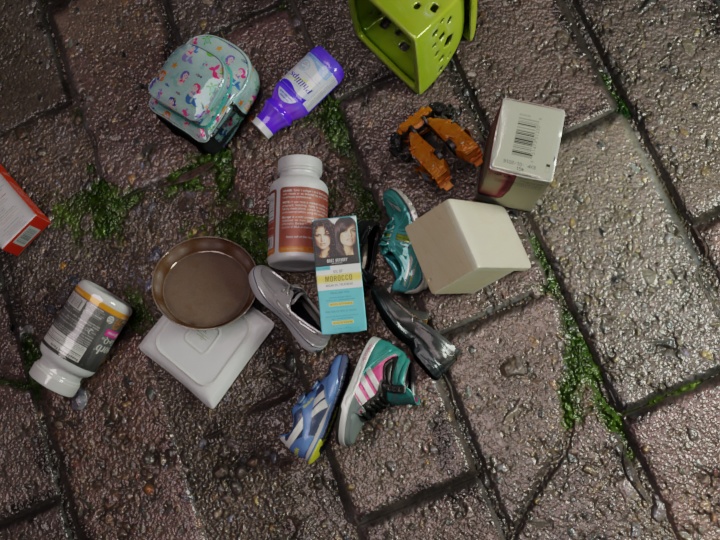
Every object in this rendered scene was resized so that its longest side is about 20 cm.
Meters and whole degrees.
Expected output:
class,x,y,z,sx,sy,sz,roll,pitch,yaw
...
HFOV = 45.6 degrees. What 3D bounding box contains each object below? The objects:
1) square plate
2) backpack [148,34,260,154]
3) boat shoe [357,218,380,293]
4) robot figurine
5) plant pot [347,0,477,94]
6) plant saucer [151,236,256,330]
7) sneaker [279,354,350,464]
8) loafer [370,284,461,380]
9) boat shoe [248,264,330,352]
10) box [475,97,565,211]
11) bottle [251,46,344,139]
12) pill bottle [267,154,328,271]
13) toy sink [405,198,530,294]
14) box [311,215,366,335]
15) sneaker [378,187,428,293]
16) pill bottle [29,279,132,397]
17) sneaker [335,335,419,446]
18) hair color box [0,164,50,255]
class,x,y,z,sx,sy,sz,roll,pitch,yaw
square plate,-0.295,0.122,1.615,0.199,0.028,0.199,35,87,16
backpack,-0.300,-0.355,1.667,0.177,0.151,0.201,34,81,17
boat shoe,0.001,0.001,1.560,0.066,0.074,0.201,0,68,29
robot figurine,0.135,-0.230,1.560,0.145,0.058,0.200,-37,39,2
plant pot,0.106,-0.488,1.592,0.181,0.200,0.199,-41,73,-6
plant saucer,-0.289,0.028,1.603,0.198,0.035,0.202,2,58,-4
sneaker,-0.078,0.237,1.525,0.082,0.074,0.201,22,81,17
loafer,0.096,0.098,1.529,0.072,0.073,0.200,-38,83,-9
boat shoe,-0.123,0.056,1.566,0.200,0.073,0.065,45,132,8
box,0.271,-0.196,1.481,0.108,0.200,0.129,12,80,2
bottle,-0.125,-0.342,1.666,0.200,0.065,0.084,-44,75,-1
pill bottle,-0.114,-0.106,1.588,0.111,0.112,0.202,-1,77,10
toy sink,0.189,-0.037,1.503,0.112,0.199,0.131,-32,72,33
box,-0.037,0.008,1.501,0.081,0.049,0.202,-6,88,-1
sneaker,0.070,-0.056,1.549,0.079,0.078,0.202,-10,74,-13
pill bottle,-0.528,0.128,1.613,0.116,0.116,0.201,30,85,15
sneaker,0.041,0.226,1.503,0.120,0.084,0.202,17,80,24
hair color box,-0.734,-0.136,1.740,0.101,0.061,0.200,-44,75,-1
